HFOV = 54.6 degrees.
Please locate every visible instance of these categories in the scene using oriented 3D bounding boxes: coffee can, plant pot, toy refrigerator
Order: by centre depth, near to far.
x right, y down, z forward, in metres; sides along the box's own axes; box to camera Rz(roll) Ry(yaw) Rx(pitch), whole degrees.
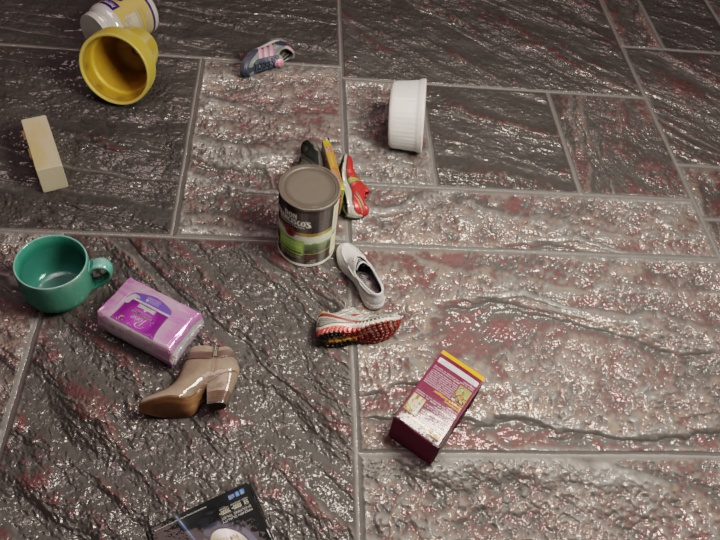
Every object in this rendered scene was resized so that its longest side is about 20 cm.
[{"bbox_3d":[-0.125,-0.129,1.663,0.144,0.201,0.148,4,51,-4],"label":"coffee can"},{"bbox_3d":[-0.810,-0.299,1.783,0.069,0.076,0.201,-17,57,-20],"label":"toy refrigerator"},{"bbox_3d":[-0.664,-0.600,1.979,0.197,0.203,0.190,10,36,0],"label":"plant pot"}]

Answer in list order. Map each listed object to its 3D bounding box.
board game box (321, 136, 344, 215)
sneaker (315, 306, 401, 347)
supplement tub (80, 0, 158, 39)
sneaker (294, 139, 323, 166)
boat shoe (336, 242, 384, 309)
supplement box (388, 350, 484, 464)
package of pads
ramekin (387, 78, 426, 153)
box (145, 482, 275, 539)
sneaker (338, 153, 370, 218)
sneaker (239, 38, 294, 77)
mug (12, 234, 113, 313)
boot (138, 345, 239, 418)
[{"bbox_3d":[-0.078,-0.250,1.833,0.029,0.096,0.202,-3,52,-13],"label":"board game box"},{"bbox_3d":[-0.004,0.113,1.568,0.197,0.078,0.083,-3,51,-10],"label":"sneaker"},{"bbox_3d":[-0.727,-0.753,2.110,0.144,0.146,0.200,31,53,16],"label":"supplement tub"},{"bbox_3d":[-0.156,-0.271,1.852,0.112,0.077,0.202,-1,57,-17],"label":"sneaker"},{"bbox_3d":[0.000,0.000,1.663,0.071,0.069,0.202,-12,55,-17],"label":"boat shoe"},{"bbox_3d":[0.159,0.282,1.451,0.110,0.086,0.200,32,54,17],"label":"supplement box"},{"bbox_3d":[-0.451,0.111,1.507,0.198,0.076,0.121,25,51,12],"label":"package of pads"},{"bbox_3d":[0.130,-0.432,1.948,0.096,0.202,0.202,5,50,6],"label":"ramekin"},{"bbox_3d":[-0.252,0.497,1.222,0.198,0.087,0.165,-19,57,-22],"label":"box"},{"bbox_3d":[-0.018,-0.218,1.843,0.084,0.077,0.203,4,57,-19],"label":"sneaker"},{"bbox_3d":[-0.282,-0.643,2.134,0.081,0.071,0.200,30,55,20],"label":"sneaker"},{"bbox_3d":[-0.651,0.022,1.526,0.183,0.115,0.153,23,52,10],"label":"mug"},{"bbox_3d":[-0.350,0.224,1.446,0.197,0.071,0.148,0,45,-9],"label":"boot"}]
